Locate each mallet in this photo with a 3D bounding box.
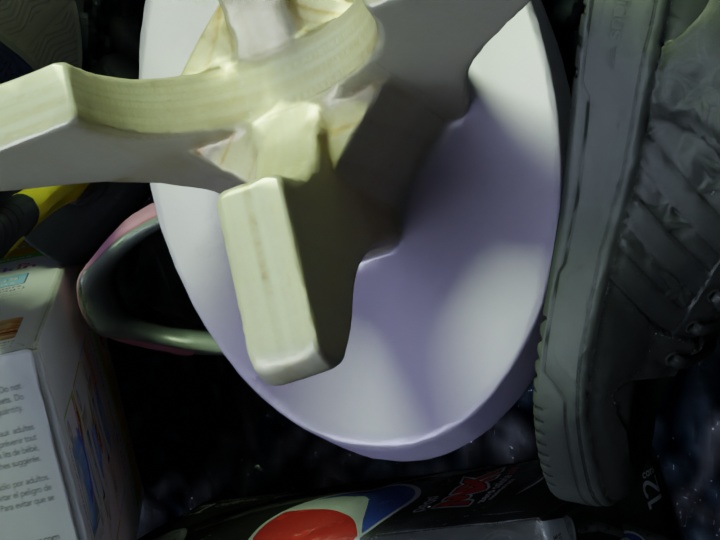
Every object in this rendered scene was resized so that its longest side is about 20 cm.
[{"bbox_3d":[-0.094,-0.025,0.888,0.041,0.200,0.066,40,100,0],"label":"mallet"}]

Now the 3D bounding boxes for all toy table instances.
[{"bbox_3d":[-0.020,-0.052,0.834,0.184,0.117,0.200,-30,69,12],"label":"toy table"}]

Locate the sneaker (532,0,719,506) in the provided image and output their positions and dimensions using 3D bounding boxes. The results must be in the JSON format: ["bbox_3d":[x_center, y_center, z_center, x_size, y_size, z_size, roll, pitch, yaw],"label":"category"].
[{"bbox_3d":[0.109,-0.024,0.811,0.104,0.060,0.200,10,106,16],"label":"sneaker"}]

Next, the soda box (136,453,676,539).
[{"bbox_3d":[0.008,0.107,0.961,0.200,0.063,0.071,-11,100,41],"label":"soda box"}]

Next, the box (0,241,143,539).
[{"bbox_3d":[-0.136,0.062,0.955,0.112,0.200,0.102,-13,101,2],"label":"box"}]

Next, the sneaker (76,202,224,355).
[{"bbox_3d":[0.000,0.000,0.911,0.200,0.082,0.070,-9,102,41],"label":"sneaker"}]

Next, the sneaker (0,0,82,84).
[{"bbox_3d":[-0.172,-0.117,0.953,0.115,0.081,0.200,24,151,43],"label":"sneaker"}]
